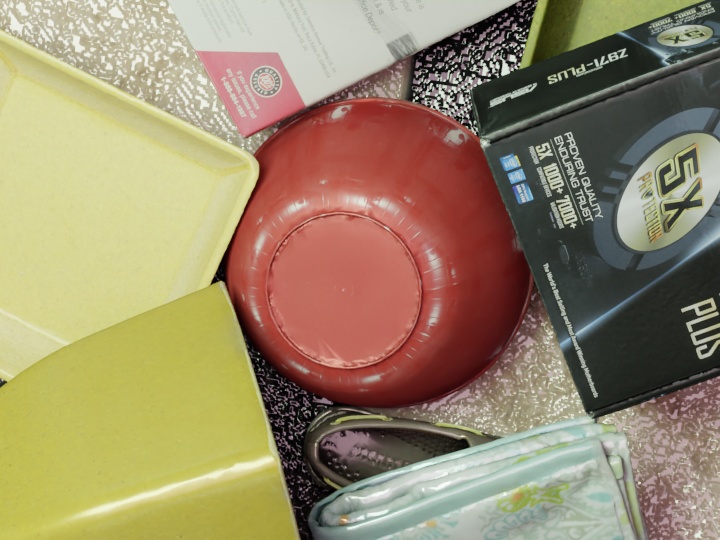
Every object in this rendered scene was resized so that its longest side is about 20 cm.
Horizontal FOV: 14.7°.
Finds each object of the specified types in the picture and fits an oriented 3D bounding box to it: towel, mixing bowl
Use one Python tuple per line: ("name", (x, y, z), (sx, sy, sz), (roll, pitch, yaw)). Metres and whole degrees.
("towel", (0.083, 0.185, 1.715), (0.200, 0.048, 0.171), (-16, 123, 2))
("mixing bowl", (0.000, 0.000, 1.693), (0.200, 0.108, 0.201), (2, 102, 11))

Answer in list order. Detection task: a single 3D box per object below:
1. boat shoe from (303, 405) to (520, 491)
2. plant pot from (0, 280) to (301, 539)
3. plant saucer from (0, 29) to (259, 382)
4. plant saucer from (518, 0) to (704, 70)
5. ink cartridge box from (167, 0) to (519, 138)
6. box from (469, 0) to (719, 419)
("boat shoe", (0.062, 0.130, 1.743), (0.200, 0.060, 0.072), (14, 93, 0))
("plant pot", (-0.141, 0.155, 1.640), (0.200, 0.196, 0.195), (-15, 123, -4))
("plant saucer", (-0.182, -0.026, 1.726), (0.200, 0.048, 0.200), (26, 104, 5))
("plant saucer", (0.194, -0.105, 1.709), (0.199, 0.048, 0.200), (15, 119, 0))
("ink cartridge box", (-0.019, -0.193, 1.688), (0.200, 0.083, 0.147), (-27, 126, 1))
("box", (0.175, -0.036, 1.657), (0.163, 0.086, 0.200), (-19, 113, 6))
